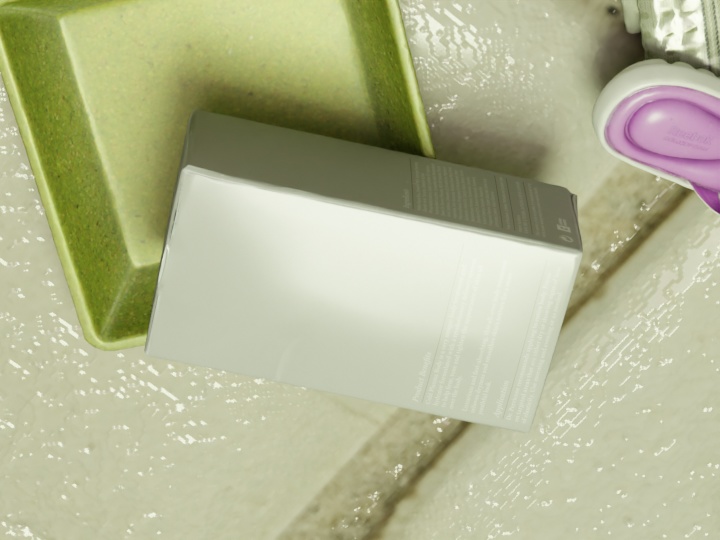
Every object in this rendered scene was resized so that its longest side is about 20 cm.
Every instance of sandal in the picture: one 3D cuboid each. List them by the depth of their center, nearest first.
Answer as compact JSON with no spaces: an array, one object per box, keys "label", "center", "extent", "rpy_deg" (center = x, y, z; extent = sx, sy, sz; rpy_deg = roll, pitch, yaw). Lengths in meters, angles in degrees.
[{"label":"sandal","center":[0.209,-0.050,1.204],"extent":[0.202,0.050,0.083],"rpy_deg":[11,133,-17]}]

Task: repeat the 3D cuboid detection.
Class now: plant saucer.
[{"label":"plant saucer","center":[-0.067,-0.074,1.208],"extent":[0.199,0.048,0.201],"rpy_deg":[-12,114,5]}]

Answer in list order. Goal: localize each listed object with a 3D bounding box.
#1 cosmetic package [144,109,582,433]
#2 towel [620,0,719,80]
[{"label":"cosmetic package","center":[0.000,0.000,1.172],"extent":[0.199,0.090,0.107],"rpy_deg":[15,114,-4]},{"label":"towel","center":[0.216,-0.194,1.169],"extent":[0.192,0.035,0.201],"rpy_deg":[-11,112,1]}]
